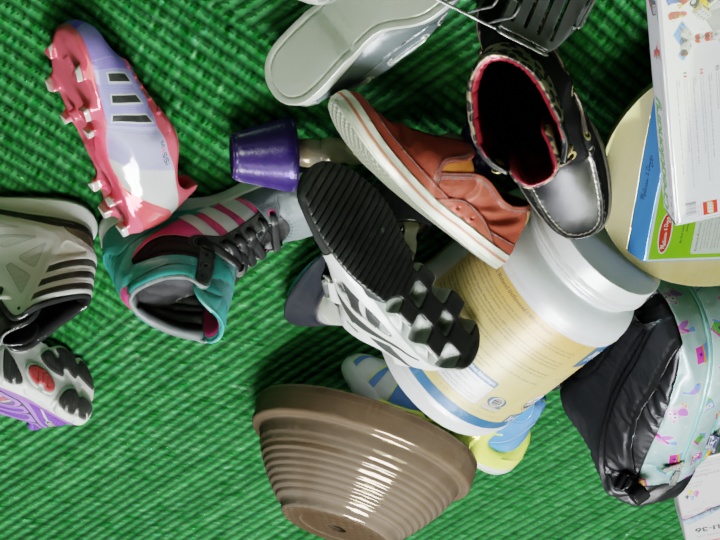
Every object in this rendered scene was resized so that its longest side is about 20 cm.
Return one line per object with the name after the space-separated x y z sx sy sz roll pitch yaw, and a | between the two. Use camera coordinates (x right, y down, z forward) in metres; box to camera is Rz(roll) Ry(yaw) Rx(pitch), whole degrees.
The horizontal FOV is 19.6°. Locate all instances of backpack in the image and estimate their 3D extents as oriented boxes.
0.253 0.080 1.763 0.126 0.167 0.201 -12 141 -29 | backpack

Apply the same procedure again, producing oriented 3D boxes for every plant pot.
-0.006 0.179 1.789 0.200 0.093 0.201 16 160 6 | plant pot

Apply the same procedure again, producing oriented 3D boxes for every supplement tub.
0.126 0.025 1.663 0.144 0.145 0.200 25 129 -34 | supplement tub

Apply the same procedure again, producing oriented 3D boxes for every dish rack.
0.083 -0.235 1.355 0.199 0.055 0.154 24 88 -21 | dish rack

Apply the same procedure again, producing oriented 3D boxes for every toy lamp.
0.001 -0.089 1.576 0.199 0.058 0.058 -1 139 -8 | toy lamp

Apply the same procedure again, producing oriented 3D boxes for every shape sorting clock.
0.274 -0.076 1.576 0.199 0.039 0.201 -6 123 -10 | shape sorting clock

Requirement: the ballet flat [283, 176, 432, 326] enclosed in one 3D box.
0.000 0.000 1.664 0.073 0.073 0.200 14 134 -26 | ballet flat

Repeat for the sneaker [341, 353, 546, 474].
0.079 0.096 1.810 0.200 0.076 0.105 29 105 -33 | sneaker

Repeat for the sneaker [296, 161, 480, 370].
-0.001 0.006 1.575 0.088 0.074 0.200 -11 125 45 | sneaker

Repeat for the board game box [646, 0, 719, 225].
0.273 -0.138 1.493 0.126 0.035 0.201 -12 120 -6 | board game box

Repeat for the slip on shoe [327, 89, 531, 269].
0.051 -0.076 1.525 0.200 0.074 0.061 37 91 -33 | slip on shoe

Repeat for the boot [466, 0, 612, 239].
0.125 -0.093 1.472 0.073 0.151 0.201 -13 110 13 | boot

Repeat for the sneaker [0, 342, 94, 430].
-0.301 0.083 1.700 0.083 0.081 0.200 -22 139 22 | sneaker

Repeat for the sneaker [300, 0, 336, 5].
-0.055 -0.217 1.383 0.199 0.100 0.078 -9 140 -1 | sneaker

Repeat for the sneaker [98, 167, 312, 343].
-0.100 -0.007 1.600 0.199 0.121 0.084 -12 140 2 | sneaker

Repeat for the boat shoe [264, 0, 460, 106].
0.020 -0.185 1.476 0.200 0.073 0.062 -37 164 23 | boat shoe

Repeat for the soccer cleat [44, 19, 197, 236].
-0.173 -0.111 1.522 0.076 0.067 0.201 -34 138 -20 | soccer cleat

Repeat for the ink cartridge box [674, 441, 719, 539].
0.353 0.201 1.971 0.116 0.068 0.200 -14 139 5 | ink cartridge box

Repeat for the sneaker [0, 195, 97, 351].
-0.295 -0.002 1.571 0.199 0.116 0.076 2 139 -13 | sneaker
